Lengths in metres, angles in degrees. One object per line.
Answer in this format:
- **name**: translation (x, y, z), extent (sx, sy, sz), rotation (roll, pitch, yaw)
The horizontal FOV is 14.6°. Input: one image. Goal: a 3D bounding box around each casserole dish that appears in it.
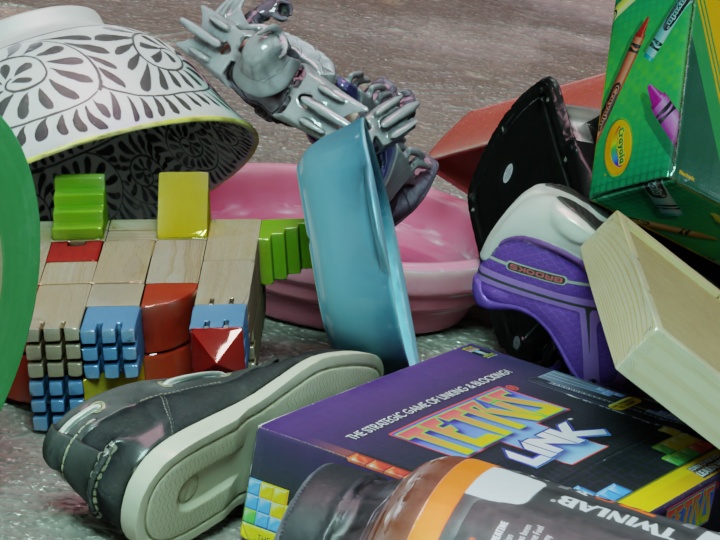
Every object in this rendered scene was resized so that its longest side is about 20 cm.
- **casserole dish**: translation (0.000, 0.000, 1.377), extent (0.039, 0.121, 0.200), rotation (-10, -14, 4)

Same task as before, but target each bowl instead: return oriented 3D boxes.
- **bowl**: translation (-0.161, -0.077, 1.456), extent (0.201, 0.094, 0.201), rotation (-19, -11, -4)

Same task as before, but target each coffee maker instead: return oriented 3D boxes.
- **coffee maker**: translation (0.174, 0.005, 1.504), extent (0.200, 0.192, 0.135), rotation (8, -19, -25)

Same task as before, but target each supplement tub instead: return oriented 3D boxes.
- **supplement tub**: translation (0.067, 0.131, 1.034), extent (0.200, 0.107, 0.107), rotation (16, 17, 21)

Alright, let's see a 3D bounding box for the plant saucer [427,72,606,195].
- **plant saucer**: translation (0.167, -0.070, 1.625), extent (0.200, 0.037, 0.200), rotation (-15, -24, 27)

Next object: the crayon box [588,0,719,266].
- **crayon box**: translation (0.206, -0.060, 1.401), extent (0.200, 0.119, 0.058), rotation (24, -25, -36)

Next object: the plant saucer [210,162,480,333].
- **plant saucer**: translation (-0.012, -0.010, 1.584), extent (0.200, 0.051, 0.201), rotation (8, 16, -2)

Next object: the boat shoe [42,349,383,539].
- **boat shoe**: translation (-0.058, 0.066, 1.249), extent (0.068, 0.072, 0.200), rotation (23, 23, 29)

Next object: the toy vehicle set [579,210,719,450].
- **toy vehicle set**: translation (0.188, 0.063, 1.274), extent (0.200, 0.027, 0.124), rotation (37, 18, -17)

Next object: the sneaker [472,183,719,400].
- **sneaker**: translation (0.138, 0.036, 1.370), extent (0.200, 0.083, 0.081), rotation (34, 15, -16)

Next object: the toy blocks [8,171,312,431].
- **toy blocks**: translation (-0.125, 0.026, 1.340), extent (0.200, 0.100, 0.137), rotation (-1, 24, 3)

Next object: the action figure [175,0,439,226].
- **action figure**: translation (-0.021, -0.090, 1.463), extent (0.130, 0.069, 0.200), rotation (46, 2, 24)

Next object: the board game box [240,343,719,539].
- **board game box**: translation (0.069, 0.096, 1.251), extent (0.165, 0.057, 0.200), rotation (19, 18, 26)

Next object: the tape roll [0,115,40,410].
- **tape roll**: translation (-0.204, 0.018, 1.099), extent (0.048, 0.201, 0.200), rotation (18, 18, 27)
